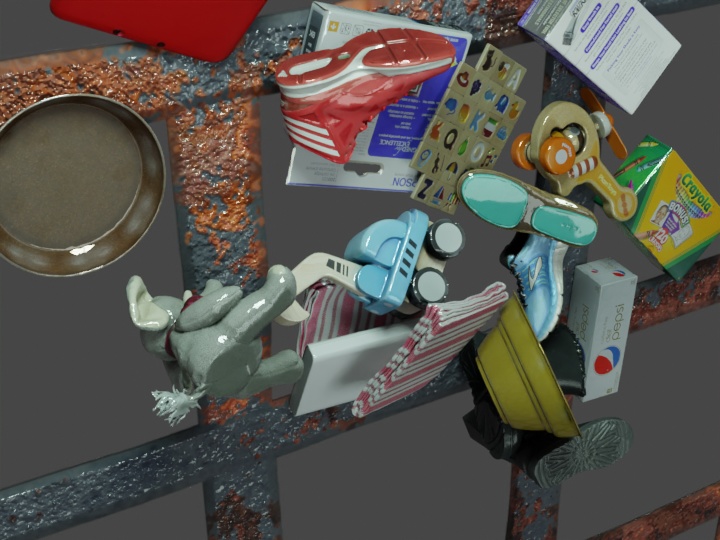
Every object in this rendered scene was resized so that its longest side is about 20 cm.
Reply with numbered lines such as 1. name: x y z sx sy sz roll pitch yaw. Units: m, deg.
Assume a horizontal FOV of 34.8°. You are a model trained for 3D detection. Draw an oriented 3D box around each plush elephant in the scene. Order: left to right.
1. plush elephant: -0.177 0.070 1.280 0.199 0.155 0.166 -33 139 -21

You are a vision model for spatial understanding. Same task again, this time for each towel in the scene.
1. towel: 0.012 0.066 1.465 0.198 0.030 0.148 -8 122 -29
2. towel: 0.082 0.094 1.385 0.146 0.030 0.200 -17 152 -48

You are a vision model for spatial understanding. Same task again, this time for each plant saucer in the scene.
1. plant saucer: -0.298 -0.090 1.174 0.198 0.034 0.202 -16 125 -24

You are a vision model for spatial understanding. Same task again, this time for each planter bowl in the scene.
1. planter bowl: 0.197 0.133 1.429 0.083 0.201 0.201 -25 130 6

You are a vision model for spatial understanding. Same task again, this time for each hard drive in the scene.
1. hard drive: 0.013 0.118 1.455 0.198 0.026 0.132 -12 145 -25

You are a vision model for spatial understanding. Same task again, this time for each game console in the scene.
1. game console: -0.184 -0.319 1.120 0.198 0.118 0.175 10 80 -36

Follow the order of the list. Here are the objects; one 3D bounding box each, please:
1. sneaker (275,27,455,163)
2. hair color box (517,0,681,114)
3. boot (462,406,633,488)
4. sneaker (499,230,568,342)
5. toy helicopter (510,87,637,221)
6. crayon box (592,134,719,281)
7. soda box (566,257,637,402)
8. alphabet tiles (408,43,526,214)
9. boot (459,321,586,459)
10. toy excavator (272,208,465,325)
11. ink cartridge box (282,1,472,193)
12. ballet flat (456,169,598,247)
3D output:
1. sneaker: 0.007 -0.187 1.240 0.198 0.079 0.116 -11 131 -10
2. hair color box: 0.296 -0.290 1.412 0.199 0.065 0.110 28 100 -42
3. boot: 0.257 0.221 1.598 0.163 0.200 0.066 -16 106 -19
4. sneaker: 0.220 0.000 1.531 0.089 0.078 0.202 2 99 -18
5. toy helicopter: 0.296 -0.142 1.476 0.200 0.079 0.133 41 79 -28
6. crayon box: 0.427 -0.085 1.619 0.119 0.058 0.200 -50 131 4
7. soda box: 0.343 0.087 1.665 0.067 0.064 0.202 -13 122 -25
8. alphabet tiles: 0.131 -0.166 1.382 0.166 0.006 0.201 14 105 -54
9. boot: 0.231 0.157 1.554 0.161 0.200 0.074 0 144 -20
10. toy excavator: 0.000 0.000 1.368 0.198 0.100 0.196 24 72 -13
11. ink cartridge box: 0.013 -0.190 1.304 0.196 0.043 0.202 2 115 -33
12. ballet flat: 0.206 -0.085 1.451 0.198 0.072 0.068 15 111 -13
